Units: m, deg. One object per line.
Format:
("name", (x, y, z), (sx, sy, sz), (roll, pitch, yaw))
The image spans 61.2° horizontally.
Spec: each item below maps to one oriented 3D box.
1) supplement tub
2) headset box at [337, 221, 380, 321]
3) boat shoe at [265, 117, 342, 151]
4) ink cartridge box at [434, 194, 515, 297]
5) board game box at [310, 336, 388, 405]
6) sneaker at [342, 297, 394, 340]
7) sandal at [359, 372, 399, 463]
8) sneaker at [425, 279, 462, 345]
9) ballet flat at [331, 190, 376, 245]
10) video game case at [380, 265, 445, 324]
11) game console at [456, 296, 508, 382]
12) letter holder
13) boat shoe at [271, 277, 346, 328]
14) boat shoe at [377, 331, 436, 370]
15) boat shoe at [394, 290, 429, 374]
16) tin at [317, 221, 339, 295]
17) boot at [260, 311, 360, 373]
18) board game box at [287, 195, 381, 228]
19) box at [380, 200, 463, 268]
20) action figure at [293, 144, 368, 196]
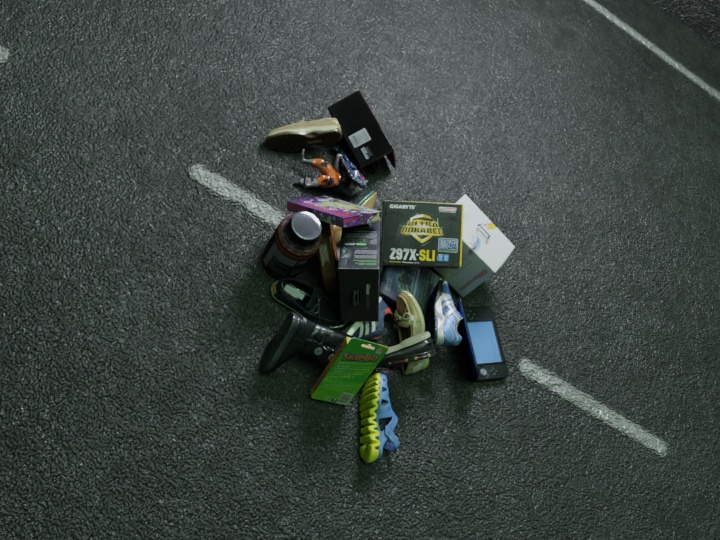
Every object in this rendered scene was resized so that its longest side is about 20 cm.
("supplement tub", (-0.153, -0.060, 1.398), (0.107, 0.200, 0.107), (10, 63, -21))
("headset box", (0.000, 0.000, 1.418), (0.092, 0.175, 0.200), (1, 44, 2))
("boat shoe", (-0.152, -0.365, 1.604), (0.199, 0.072, 0.076), (-7, 61, -10))
("ink cartridge box", (0.276, -0.065, 1.627), (0.200, 0.147, 0.145), (47, 49, 1))
("board game box", (-0.025, 0.219, 1.334), (0.095, 0.200, 0.030), (18, 36, -24))
("sneaker", (0.012, 0.150, 1.457), (0.085, 0.075, 0.200), (44, 60, -5))
("sandal", (0.046, 0.336, 1.391), (0.087, 0.079, 0.201), (11, 72, -25))
("sneaker", (0.209, 0.109, 1.515), (0.077, 0.076, 0.201), (14, 49, -7))
("ballet flat", (-0.019, -0.131, 1.580), (0.200, 0.069, 0.063), (-39, 96, -24))
("video game case", (0.135, 0.042, 1.567), (0.200, 0.019, 0.143), (31, 57, -26))
("game console", (0.315, 0.174, 1.561), (0.170, 0.118, 0.201), (-1, 68, -25))
("letter holder", (0.008, -0.364, 1.682), (0.100, 0.142, 0.200), (-28, 76, 1))
("boat shoe", (-0.115, 0.077, 1.437), (0.200, 0.062, 0.075), (29, 57, -12))
("boat shoe", (0.078, 0.206, 1.425), (0.201, 0.074, 0.063), (-20, 93, 5))
("boat shoe", (0.115, 0.151, 1.481), (0.063, 0.073, 0.202), (-15, 101, -28))
("tin", (-0.078, -0.040, 1.462), (0.042, 0.112, 0.201), (-9, 89, 0))
("boot", (-0.101, 0.192, 1.357), (0.199, 0.165, 0.066), (24, 26, -26))
("board game box", (-0.063, -0.138, 1.404), (0.120, 0.200, 0.032), (-19, 119, -40))
("box", (0.150, -0.088, 1.503), (0.199, 0.049, 0.160), (3, 89, -1))
("action figure", (-0.073, -0.256, 1.611), (0.193, 0.105, 0.200), (13, 33, -26))
